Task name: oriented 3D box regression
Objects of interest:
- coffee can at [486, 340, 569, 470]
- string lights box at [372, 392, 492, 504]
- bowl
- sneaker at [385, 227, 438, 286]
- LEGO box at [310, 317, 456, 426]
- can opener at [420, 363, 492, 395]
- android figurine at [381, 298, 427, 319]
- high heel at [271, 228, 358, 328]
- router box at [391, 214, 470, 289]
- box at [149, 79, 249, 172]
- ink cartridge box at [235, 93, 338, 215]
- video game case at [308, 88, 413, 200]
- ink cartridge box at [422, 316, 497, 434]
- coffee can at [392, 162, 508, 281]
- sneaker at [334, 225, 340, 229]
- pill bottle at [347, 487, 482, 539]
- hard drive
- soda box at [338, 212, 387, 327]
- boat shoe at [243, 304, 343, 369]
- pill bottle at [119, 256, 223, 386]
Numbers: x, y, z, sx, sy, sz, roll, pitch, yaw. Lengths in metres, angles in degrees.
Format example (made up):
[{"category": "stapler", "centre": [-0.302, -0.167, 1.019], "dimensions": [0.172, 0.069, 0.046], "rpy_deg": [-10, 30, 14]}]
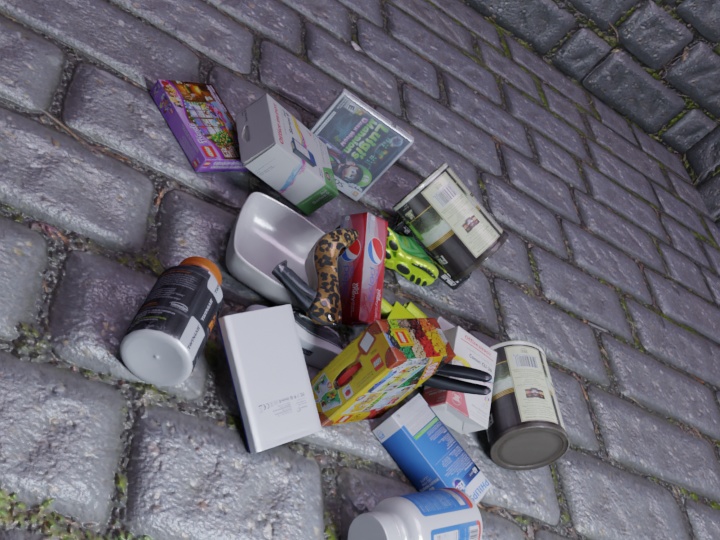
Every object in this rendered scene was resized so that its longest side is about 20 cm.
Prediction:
[{"category": "coffee can", "centre": [0.303, 0.256, 1.582], "dimensions": [0.146, 0.146, 0.200], "rpy_deg": [26, 38, -27]}, {"category": "string lights box", "centre": [0.122, 0.316, 1.397], "dimensions": [0.200, 0.059, 0.103], "rpy_deg": [52, 34, 9]}, {"category": "bowl", "centre": [-0.146, -0.022, 1.451], "dimensions": [0.200, 0.075, 0.200], "rpy_deg": [34, 35, -19]}, {"category": "sneaker", "centre": [0.075, -0.041, 1.728], "dimensions": [0.200, 0.074, 0.084], "rpy_deg": [38, 19, -20]}, {"category": "LEGO box", "centre": [0.029, 0.162, 1.332], "dimensions": [0.149, 0.200, 0.077], "rpy_deg": [1, 53, -47]}, {"category": "can opener", "centre": [0.130, 0.182, 1.446], "dimensions": [0.200, 0.064, 0.079], "rpy_deg": [13, 35, 12]}, {"category": "android figurine", "centre": [0.091, 0.135, 1.577], "dimensions": [0.200, 0.041, 0.182], "rpy_deg": [41, 33, -4]}, {"category": "high heel", "centre": [-0.036, 0.012, 1.396], "dimensions": [0.143, 0.071, 0.200], "rpy_deg": [46, 49, 12]}, {"category": "router box", "centre": [0.167, -0.072, 1.858], "dimensions": [0.200, 0.062, 0.150], "rpy_deg": [39, 35, -11]}, {"category": "box", "centre": [-0.297, -0.275, 1.586], "dimensions": [0.137, 0.039, 0.200], "rpy_deg": [-10, 62, -51]}, {"category": "ink cartridge box", "centre": [-0.142, -0.223, 1.613], "dimensions": [0.200, 0.087, 0.146], "rpy_deg": [35, 32, -45]}, {"category": "video game case", "centre": [-0.021, -0.255, 1.721], "dimensions": [0.182, 0.200, 0.023], "rpy_deg": [31, 37, -21]}, {"category": "ink cartridge box", "centre": [0.188, 0.185, 1.543], "dimensions": [0.116, 0.067, 0.200], "rpy_deg": [35, 51, -29]}, {"category": "coffee can", "centre": [0.185, -0.101, 1.715], "dimensions": [0.200, 0.146, 0.146], "rpy_deg": [49, 33, -2]}, {"category": "sneaker", "centre": [-0.030, -0.045, 1.594], "dimensions": [0.077, 0.084, 0.200], "rpy_deg": [34, 35, -15]}, {"category": "pill bottle", "centre": [0.079, 0.387, 1.228], "dimensions": [0.200, 0.112, 0.112], "rpy_deg": [7, 49, -44]}, {"category": "hard drive", "centre": [-0.134, 0.158, 1.245], "dimensions": [0.132, 0.025, 0.200], "rpy_deg": [-9, 82, -46]}, {"category": "soda box", "centre": [0.000, 0.000, 1.508], "dimensions": [0.070, 0.063, 0.201], "rpy_deg": [20, 69, -51]}, {"category": "boat shoe", "centre": [-0.108, 0.096, 1.369], "dimensions": [0.200, 0.072, 0.068], "rpy_deg": [28, 39, -29]}, {"category": "pill bottle", "centre": [-0.262, 0.063, 1.203], "dimensions": [0.106, 0.106, 0.200], "rpy_deg": [36, 35, -15]}]
